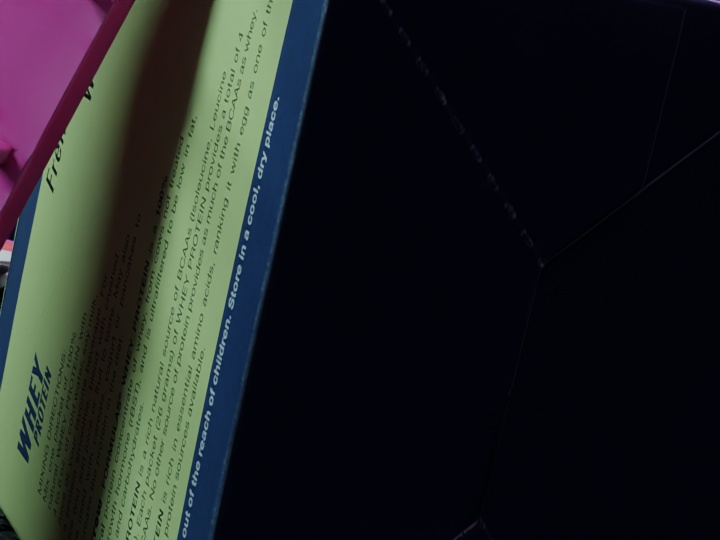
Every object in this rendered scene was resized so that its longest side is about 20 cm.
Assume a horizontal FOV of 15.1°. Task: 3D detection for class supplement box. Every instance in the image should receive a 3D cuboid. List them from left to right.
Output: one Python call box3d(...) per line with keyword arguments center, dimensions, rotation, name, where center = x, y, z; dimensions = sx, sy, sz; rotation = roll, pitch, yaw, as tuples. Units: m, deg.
box3d(center=(0.000, 0.000, 0.712), dimensions=(0.134, 0.201, 0.200), rotation=(7, 14, -23), name="supplement box")

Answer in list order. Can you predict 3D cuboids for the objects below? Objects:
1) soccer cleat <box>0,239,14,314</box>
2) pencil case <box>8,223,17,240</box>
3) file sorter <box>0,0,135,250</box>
box3d(center=(-0.091, 0.025, 0.880), dimensions=(0.073, 0.068, 0.200), rotation=(29, 5, 38), name="soccer cleat")
box3d(center=(-0.153, -0.046, 1.077), dimensions=(0.092, 0.085, 0.200), rotation=(-11, 31, -34), name="pencil case")
box3d(center=(-0.148, -0.058, 0.611), dimensions=(0.139, 0.200, 0.125), rotation=(31, 8, 11), name="file sorter")
